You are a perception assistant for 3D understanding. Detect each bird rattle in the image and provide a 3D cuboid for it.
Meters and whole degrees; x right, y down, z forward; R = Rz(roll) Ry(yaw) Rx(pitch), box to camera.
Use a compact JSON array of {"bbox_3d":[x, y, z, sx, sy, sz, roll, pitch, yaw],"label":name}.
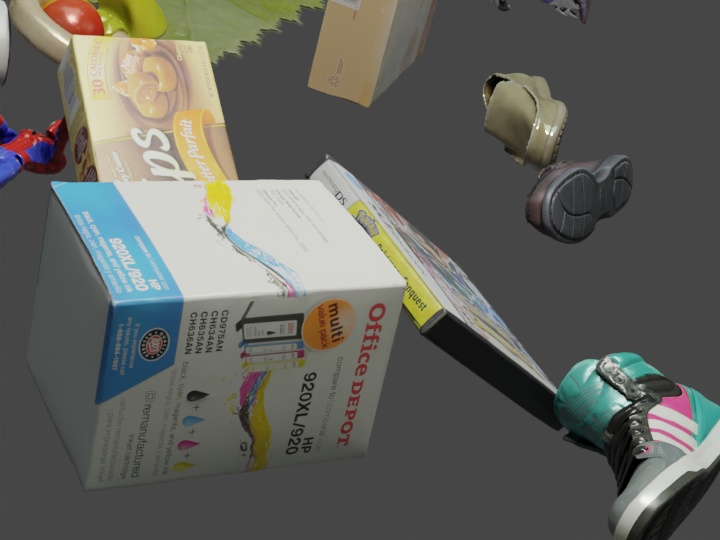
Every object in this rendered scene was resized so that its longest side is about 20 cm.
[{"bbox_3d":[-0.248,-0.201,1.378,0.163,0.113,0.200,21,33,-29],"label":"bird rattle"}]

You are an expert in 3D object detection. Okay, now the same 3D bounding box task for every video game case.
[{"bbox_3d":[0.060,0.017,1.089,0.200,0.026,0.181,36,13,-48],"label":"video game case"}]

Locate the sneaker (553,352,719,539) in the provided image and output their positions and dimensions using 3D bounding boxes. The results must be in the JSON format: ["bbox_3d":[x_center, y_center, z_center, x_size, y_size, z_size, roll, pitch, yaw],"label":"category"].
[{"bbox_3d":[0.183,0.117,1.036,0.121,0.084,0.200,32,25,19],"label":"sneaker"}]

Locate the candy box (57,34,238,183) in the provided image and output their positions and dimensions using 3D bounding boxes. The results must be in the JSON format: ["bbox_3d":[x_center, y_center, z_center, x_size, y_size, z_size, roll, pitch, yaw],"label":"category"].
[{"bbox_3d":[-0.163,-0.088,1.181,0.115,0.055,0.200,-2,63,-27],"label":"candy box"}]

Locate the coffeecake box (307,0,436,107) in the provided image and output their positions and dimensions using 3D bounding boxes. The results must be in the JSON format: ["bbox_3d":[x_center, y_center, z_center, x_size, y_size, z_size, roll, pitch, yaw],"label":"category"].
[{"bbox_3d":[0.025,-0.282,1.598,0.073,0.154,0.200,21,29,10],"label":"coffeecake box"}]

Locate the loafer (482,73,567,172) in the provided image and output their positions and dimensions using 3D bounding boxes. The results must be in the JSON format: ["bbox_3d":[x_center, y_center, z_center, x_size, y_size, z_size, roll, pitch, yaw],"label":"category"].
[{"bbox_3d":[0.161,-0.151,1.521,0.068,0.076,0.200,9,20,-6],"label":"loafer"}]

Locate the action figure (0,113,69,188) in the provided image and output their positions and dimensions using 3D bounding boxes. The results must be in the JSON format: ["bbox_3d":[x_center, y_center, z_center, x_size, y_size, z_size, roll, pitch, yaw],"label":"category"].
[{"bbox_3d":[-0.290,-0.106,1.207,0.065,0.099,0.200,23,27,15],"label":"action figure"}]

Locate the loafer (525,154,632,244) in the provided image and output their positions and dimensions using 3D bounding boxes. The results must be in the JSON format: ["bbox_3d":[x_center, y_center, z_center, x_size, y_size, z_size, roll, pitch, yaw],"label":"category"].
[{"bbox_3d":[0.193,-0.069,1.407,0.063,0.072,0.200,8,16,30],"label":"loafer"}]

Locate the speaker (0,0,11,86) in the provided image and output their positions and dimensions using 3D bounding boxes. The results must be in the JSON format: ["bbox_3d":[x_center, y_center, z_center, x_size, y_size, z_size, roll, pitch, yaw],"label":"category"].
[{"bbox_3d":[-0.420,-0.210,1.343,0.200,0.081,0.081,1,32,-24],"label":"speaker"}]

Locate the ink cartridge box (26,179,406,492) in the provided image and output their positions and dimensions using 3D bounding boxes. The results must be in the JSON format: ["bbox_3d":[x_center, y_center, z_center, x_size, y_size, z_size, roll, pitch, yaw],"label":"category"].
[{"bbox_3d":[-0.097,0.036,0.986,0.200,0.147,0.145,-3,33,-28],"label":"ink cartridge box"}]

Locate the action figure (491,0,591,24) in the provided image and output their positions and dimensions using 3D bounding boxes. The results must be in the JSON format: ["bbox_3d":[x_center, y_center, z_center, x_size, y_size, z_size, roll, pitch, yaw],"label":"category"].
[{"bbox_3d":[0.199,-0.376,1.940,0.200,0.069,0.130,8,36,-5],"label":"action figure"}]
